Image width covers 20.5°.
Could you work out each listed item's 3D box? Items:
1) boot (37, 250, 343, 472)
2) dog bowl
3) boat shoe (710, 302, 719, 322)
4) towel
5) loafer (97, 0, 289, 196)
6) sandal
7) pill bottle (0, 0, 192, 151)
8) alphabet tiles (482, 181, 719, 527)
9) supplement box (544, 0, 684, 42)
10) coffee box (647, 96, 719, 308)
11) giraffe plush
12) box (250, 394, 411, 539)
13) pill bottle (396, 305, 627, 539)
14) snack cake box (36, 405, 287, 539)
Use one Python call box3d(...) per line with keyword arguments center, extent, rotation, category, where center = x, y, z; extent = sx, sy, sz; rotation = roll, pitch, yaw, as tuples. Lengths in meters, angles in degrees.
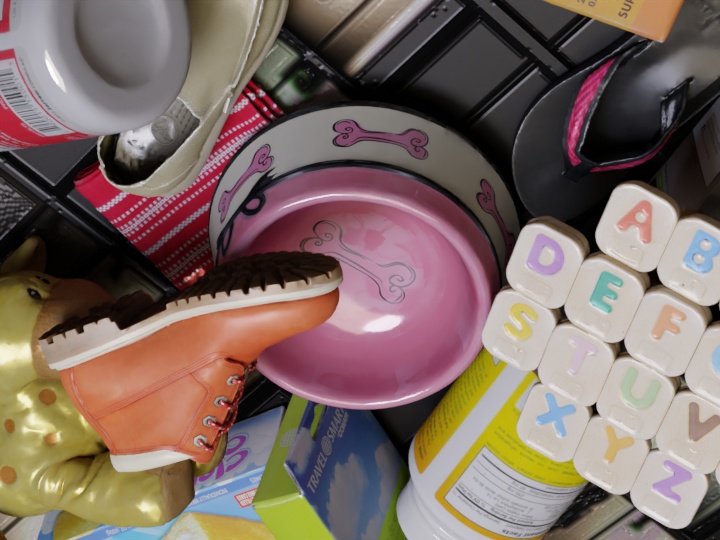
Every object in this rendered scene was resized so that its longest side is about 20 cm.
box3d(center=(-0.084, 0.055, 1.169), extent=(0.199, 0.075, 0.108), rotation=(-19, 99, 28), category="boot")
box3d(center=(0.000, 0.000, 1.226), extent=(0.198, 0.074, 0.201), rotation=(3, 127, 4), category="dog bowl")
box3d(center=(0.255, -0.008, 1.120), extent=(0.066, 0.075, 0.200), rotation=(17, 136, -22), category="boat shoe")
box3d(center=(-0.070, -0.026, 1.274), extent=(0.144, 0.023, 0.200), rotation=(-32, 116, 26), category="towel")
box3d(center=(-0.099, -0.123, 1.163), extent=(0.075, 0.068, 0.201), rotation=(26, 116, 8), category="loafer")
box3d(center=(0.159, -0.099, 1.182), extent=(0.075, 0.045, 0.200), rotation=(34, 122, -17), category="sandal")
box3d(center=(-0.198, -0.125, 1.129), extent=(0.199, 0.112, 0.113), rotation=(-4, 130, 43), category="pill bottle")
box3d(center=(0.168, 0.053, 1.146), extent=(0.199, 0.015, 0.196), rotation=(30, 126, 14), category="alphabet tiles")
box3d(center=(0.089, -0.197, 1.109), extent=(0.199, 0.069, 0.067), rotation=(19, 124, -5), category="supplement box")
box3d(center=(0.251, -0.046, 1.188), extent=(0.114, 0.080, 0.200), rotation=(27, 124, -14), category="coffee box")
box3d(center=(-0.196, 0.067, 1.277), extent=(0.199, 0.173, 0.163), rotation=(-14, 112, -5), category="giraffe plush")
box3d(center=(-0.003, 0.165, 1.337), extent=(0.047, 0.122, 0.201), rotation=(-17, 122, 27), category="box")
box3d(center=(0.104, 0.106, 1.293), extent=(0.109, 0.110, 0.200), rotation=(27, 124, -12), category="pill bottle")
box3d(center=(-0.113, 0.185, 1.400), extent=(0.199, 0.067, 0.115), rotation=(-22, 119, 21), category="snack cake box")
